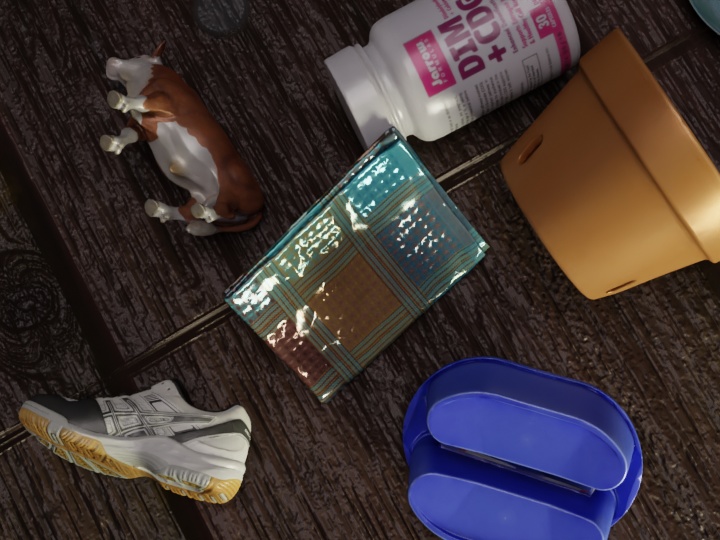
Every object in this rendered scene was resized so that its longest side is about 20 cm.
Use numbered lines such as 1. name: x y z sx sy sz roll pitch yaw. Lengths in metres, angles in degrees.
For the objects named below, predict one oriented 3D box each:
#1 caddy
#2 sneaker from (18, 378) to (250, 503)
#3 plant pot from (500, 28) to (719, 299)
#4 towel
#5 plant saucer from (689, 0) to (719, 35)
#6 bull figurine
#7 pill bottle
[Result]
1. caddy: 0.128 0.152 0.994 0.198 0.105 0.143 16 105 8
2. sneaker: -0.187 0.130 1.049 0.198 0.076 0.088 16 66 4
3. plant pot: 0.206 -0.071 0.993 0.139 0.200 0.201 -35 78 15
4. towel: 0.000 0.000 1.031 0.200 0.022 0.147 -44 117 -3
5. plant saucer: 0.378 -0.276 1.070 0.198 0.027 0.203 -4 77 18
6. bull figurine: -0.161 -0.114 1.065 0.200 0.121 0.065 49 123 4
7. pill bottle: 0.076 -0.181 1.052 0.198 0.113 0.114 -28 78 0
